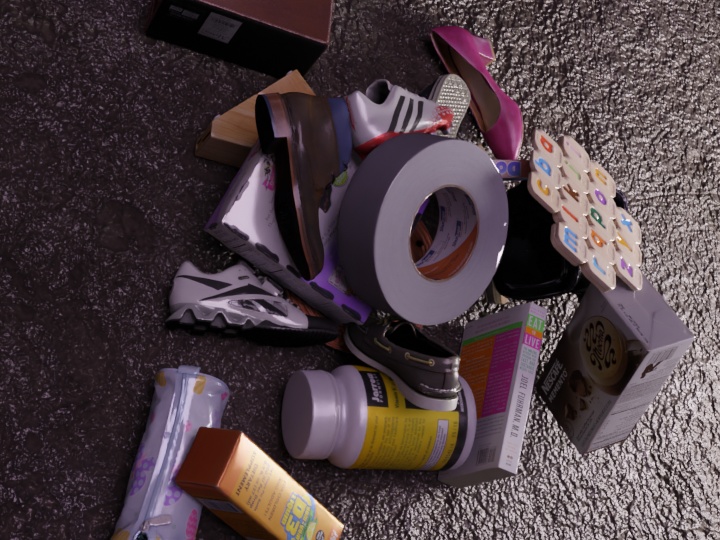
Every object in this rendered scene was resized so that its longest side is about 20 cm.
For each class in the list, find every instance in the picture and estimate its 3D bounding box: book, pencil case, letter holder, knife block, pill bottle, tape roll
[{"bbox_3d":[0.155,0.147,1.318,0.048,0.133,0.202,24,65,-18],"label":"book"},{"bbox_3d":[-0.195,0.201,1.153,0.082,0.091,0.202,4,65,18],"label":"pencil case"},{"bbox_3d":[-0.139,-0.335,1.343,0.198,0.100,0.144,15,66,-22],"label":"letter holder"},{"bbox_3d":[-0.071,-0.136,1.334,0.199,0.064,0.176,-37,92,-31],"label":"knife block"},{"bbox_3d":[0.019,0.165,1.256,0.198,0.114,0.116,6,72,-25],"label":"pill bottle"},{"bbox_3d":[0.070,-0.046,1.218,0.199,0.066,0.203,-13,111,-37],"label":"tape roll"}]

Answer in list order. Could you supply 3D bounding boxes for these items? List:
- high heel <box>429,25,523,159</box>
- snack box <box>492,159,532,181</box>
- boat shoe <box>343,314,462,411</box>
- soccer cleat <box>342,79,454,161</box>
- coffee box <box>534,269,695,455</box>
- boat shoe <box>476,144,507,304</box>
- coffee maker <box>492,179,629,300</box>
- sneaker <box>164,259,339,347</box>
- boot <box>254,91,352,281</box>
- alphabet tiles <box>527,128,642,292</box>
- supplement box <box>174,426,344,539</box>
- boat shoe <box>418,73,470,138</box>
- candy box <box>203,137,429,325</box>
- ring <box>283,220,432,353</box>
[{"bbox_3d":[0.149,-0.230,1.466,0.095,0.067,0.202,4,68,-36],"label":"high heel"},{"bbox_3d":[0.130,-0.119,1.328,0.198,0.072,0.025,-1,92,-21],"label":"snack box"},{"bbox_3d":[0.046,0.085,1.230,0.071,0.201,0.061,1,110,-31],"label":"boat shoe"},{"bbox_3d":[0.046,-0.180,1.282,0.200,0.068,0.086,-28,98,-54],"label":"soccer cleat"},{"bbox_3d":[0.299,0.112,1.347,0.079,0.201,0.113,-12,52,-29],"label":"coffee box"},{"bbox_3d":[0.146,-0.055,1.417,0.072,0.064,0.202,-32,112,-67],"label":"boat shoe"},{"bbox_3d":[0.260,-0.013,1.383,0.199,0.134,0.194,-5,65,-54],"label":"coffee maker"},{"bbox_3d":[-0.114,0.033,1.253,0.198,0.074,0.089,12,67,-20],"label":"sneaker"},{"bbox_3d":[-0.042,-0.095,1.185,0.096,0.075,0.202,-12,88,-22],"label":"boot"},{"bbox_3d":[0.259,-0.069,1.298,0.195,0.015,0.201,39,39,-22],"label":"alphabet tiles"},{"bbox_3d":[-0.099,0.239,1.154,0.200,0.068,0.067,51,51,-40],"label":"supplement box"},{"bbox_3d":[0.077,-0.170,1.407,0.075,0.062,0.201,46,49,-20],"label":"boat shoe"},{"bbox_3d":[-0.047,-0.063,1.261,0.199,0.071,0.169,36,72,-18],"label":"candy box"},{"bbox_3d":[0.000,0.000,1.339,0.198,0.019,0.203,3,82,-20],"label":"ring"}]
